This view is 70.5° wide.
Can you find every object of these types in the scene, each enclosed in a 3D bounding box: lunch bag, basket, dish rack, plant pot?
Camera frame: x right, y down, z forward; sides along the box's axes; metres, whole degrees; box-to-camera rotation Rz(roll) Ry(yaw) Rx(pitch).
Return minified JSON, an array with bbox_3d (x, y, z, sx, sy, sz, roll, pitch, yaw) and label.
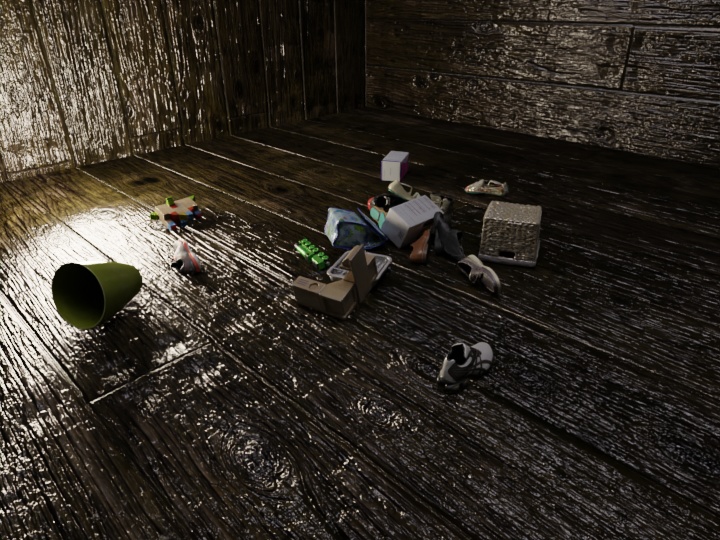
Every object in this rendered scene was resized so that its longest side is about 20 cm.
[{"bbox_3d":[-0.016,-0.152,1.872,0.198,0.128,0.170,8,22,-19],"label":"lunch bag"},{"bbox_3d":[0.527,-0.132,1.775,0.197,0.162,0.200,9,28,20],"label":"basket"},{"bbox_3d":[0.000,0.000,1.660,0.170,0.044,0.200,9,30,20],"label":"dish rack"},{"bbox_3d":[-0.735,0.050,1.469,0.185,0.189,0.200,8,14,16],"label":"plant pot"}]

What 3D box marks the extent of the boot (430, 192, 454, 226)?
[{"bbox_3d":[0.282,-0.251,2.029,0.199,0.132,0.068,17,32,29],"label":"boot"}]

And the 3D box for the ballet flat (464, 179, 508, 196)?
[{"bbox_3d":[0.584,-0.387,2.352,0.198,0.064,0.076,8,30,17],"label":"ballet flat"}]

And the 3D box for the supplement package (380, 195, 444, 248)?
[{"bbox_3d":[0.194,-0.184,1.892,0.199,0.114,0.110,-25,62,-37],"label":"supplement package"}]

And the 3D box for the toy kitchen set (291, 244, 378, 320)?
[{"bbox_3d":[-0.076,-0.002,1.485,0.179,0.164,0.200,15,48,28],"label":"toy kitchen set"}]

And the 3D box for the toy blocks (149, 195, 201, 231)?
[{"bbox_3d":[-0.728,-0.227,2.066,0.199,0.101,0.136,-26,49,-38],"label":"toy blocks"}]

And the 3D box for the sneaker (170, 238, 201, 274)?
[{"bbox_3d":[-0.612,-0.045,1.727,0.081,0.078,0.200,-25,35,-27],"label":"sneaker"}]

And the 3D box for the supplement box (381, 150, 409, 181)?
[{"bbox_3d":[0.177,-0.532,2.590,0.102,0.102,0.200,7,29,14],"label":"supplement box"}]

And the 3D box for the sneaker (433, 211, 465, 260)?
[{"bbox_3d":[0.316,-0.126,1.802,0.103,0.060,0.201,-11,62,29],"label":"sneaker"}]

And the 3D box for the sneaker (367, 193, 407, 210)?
[{"bbox_3d":[0.133,-0.287,2.139,0.199,0.072,0.098,-6,0,-8],"label":"sneaker"}]

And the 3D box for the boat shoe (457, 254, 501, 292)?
[{"bbox_3d":[0.371,0.016,1.602,0.064,0.072,0.200,-19,34,-9],"label":"boat shoe"}]

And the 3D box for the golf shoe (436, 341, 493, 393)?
[{"bbox_3d":[0.260,0.207,1.215,0.077,0.095,0.199,20,33,35],"label":"golf shoe"}]

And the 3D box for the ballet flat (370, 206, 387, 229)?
[{"bbox_3d":[0.096,-0.209,2.029,0.062,0.069,0.200,5,26,-20],"label":"ballet flat"}]

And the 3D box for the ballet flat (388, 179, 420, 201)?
[{"bbox_3d":[0.206,-0.306,2.098,0.199,0.070,0.070,33,21,-18],"label":"ballet flat"}]

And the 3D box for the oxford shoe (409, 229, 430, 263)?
[{"bbox_3d":[0.213,-0.092,1.804,0.071,0.072,0.200,2,29,16],"label":"oxford shoe"}]

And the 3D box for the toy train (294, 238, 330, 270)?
[{"bbox_3d":[-0.171,-0.057,1.776,0.056,0.042,0.200,-26,36,-22],"label":"toy train"}]
